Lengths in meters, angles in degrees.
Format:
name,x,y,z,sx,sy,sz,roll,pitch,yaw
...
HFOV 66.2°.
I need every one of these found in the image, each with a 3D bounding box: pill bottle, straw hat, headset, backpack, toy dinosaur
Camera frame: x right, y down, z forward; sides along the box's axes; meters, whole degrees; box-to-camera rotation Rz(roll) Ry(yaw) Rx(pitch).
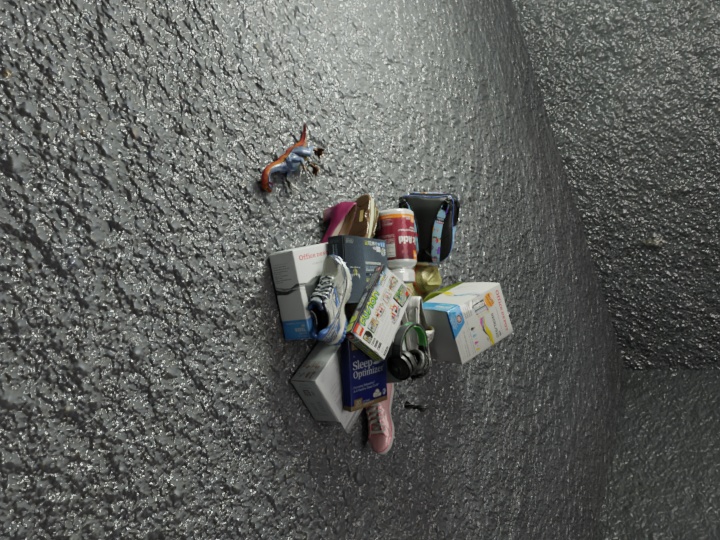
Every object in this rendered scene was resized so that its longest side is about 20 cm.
name,x,y,z,sx,sy,sz,roll,pitch,yaw
pill bottle,0.101,-0.064,1.561,0.113,0.113,0.203,4,80,-51
straw hat,0.202,0.025,1.696,0.200,0.084,0.204,12,75,-51
headset,0.127,0.225,1.302,0.123,0.093,0.203,8,87,-51
backpack,0.208,-0.130,1.665,0.134,0.180,0.203,-32,122,-67
toy dinosaur,-0.172,-0.249,1.312,0.180,0.105,0.201,-10,54,-39

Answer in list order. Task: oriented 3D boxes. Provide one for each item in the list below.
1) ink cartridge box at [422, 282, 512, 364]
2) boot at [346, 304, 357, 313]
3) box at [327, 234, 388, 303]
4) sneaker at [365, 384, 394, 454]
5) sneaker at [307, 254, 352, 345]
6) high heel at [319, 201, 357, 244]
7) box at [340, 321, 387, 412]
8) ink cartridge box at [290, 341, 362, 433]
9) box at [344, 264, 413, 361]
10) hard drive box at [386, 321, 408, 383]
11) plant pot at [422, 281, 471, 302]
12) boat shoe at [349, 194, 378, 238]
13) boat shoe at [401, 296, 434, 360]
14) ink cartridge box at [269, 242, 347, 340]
name,x,y,z,sx,sy,sz,roll,pitch,yaw
ink cartridge box,0.273,0.133,1.464,0.198,0.144,0.149,-24,102,-30
boot,0.030,0.086,1.493,0.144,0.070,0.204,-34,113,-55
box,0.000,0.000,1.350,0.199,0.050,0.160,4,82,-56
sneaker,0.036,0.365,1.432,0.104,0.075,0.203,39,47,-46
sneaker,-0.072,0.062,1.218,0.085,0.076,0.203,10,76,-47
high heel,-0.050,-0.072,1.385,0.067,0.095,0.203,23,66,-47
box,0.008,0.217,1.297,0.120,0.032,0.203,-7,95,-42
ink cartridge box,-0.051,0.259,1.335,0.200,0.083,0.177,-52,125,-42
box,0.045,0.097,1.296,0.110,0.035,0.201,41,55,-20
hard drive box,0.098,0.183,1.436,0.199,0.076,0.158,-21,100,-61
plant pot,0.276,0.130,1.663,0.192,0.198,0.203,8,77,-56
boat shoe,0.014,-0.106,1.494,0.075,0.074,0.204,45,51,-45
boat shoe,0.153,0.161,1.393,0.071,0.069,0.202,-40,116,-60
ink cartridge box,-0.119,0.045,1.287,0.144,0.083,0.203,-15,96,-52
